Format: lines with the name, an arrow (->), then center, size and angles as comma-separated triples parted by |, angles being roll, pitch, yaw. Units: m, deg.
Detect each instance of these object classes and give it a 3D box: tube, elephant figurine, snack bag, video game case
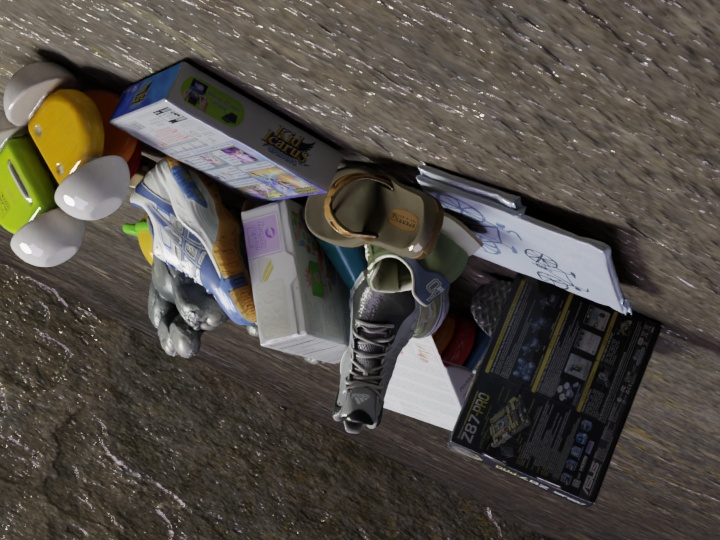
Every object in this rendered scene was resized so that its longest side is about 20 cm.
tube -> 0.000, 0.000, 1.638 | 0.050, 0.078, 0.201 | -17, 129, 15
elephant figurine -> -0.131, 0.022, 1.710 | 0.198, 0.156, 0.142 | -9, -141, -28
snack bag -> 0.157, -0.028, 1.421 | 0.199, 0.022, 0.189 | 23, 168, 23
video game case -> -0.135, -0.131, 1.495 | 0.180, 0.046, 0.200 | 29, 168, -21

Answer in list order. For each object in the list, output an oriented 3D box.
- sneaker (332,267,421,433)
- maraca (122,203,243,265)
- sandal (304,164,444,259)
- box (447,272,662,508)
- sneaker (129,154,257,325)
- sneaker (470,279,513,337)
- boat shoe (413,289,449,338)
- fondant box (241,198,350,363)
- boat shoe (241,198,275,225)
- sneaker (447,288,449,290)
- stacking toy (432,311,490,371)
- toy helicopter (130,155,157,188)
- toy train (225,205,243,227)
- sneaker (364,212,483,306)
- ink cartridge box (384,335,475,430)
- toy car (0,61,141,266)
sneaker -> 0.013, 0.096, 1.549 | 0.074, 0.116, 0.201 | 11, 138, 2
maraca -> -0.211, -0.038, 1.836 | 0.136, 0.108, 0.200 | 19, 172, -27
sandal -> 0.002, -0.057, 1.423 | 0.054, 0.081, 0.199 | 11, -176, -35
box -> 0.198, 0.119, 1.557 | 0.160, 0.201, 0.049 | 22, 167, 3
sneaker -> -0.170, -0.022, 1.609 | 0.201, 0.088, 0.075 | 62, -155, 11
sneaker -> 0.213, 0.076, 1.666 | 0.199, 0.070, 0.100 | 22, 171, 11
boat shoe -> 0.053, 0.019, 1.606 | 0.072, 0.062, 0.201 | 33, 151, 18
fondant box -> -0.053, 0.016, 1.640 | 0.058, 0.146, 0.200 | -14, 166, 18
boat shoe -> -0.092, -0.036, 1.793 | 0.073, 0.076, 0.200 | 26, 161, 18
sneaker -> 0.031, 0.020, 1.751 | 0.117, 0.074, 0.200 | 20, 172, -12
stacking toy -> 0.057, 0.064, 1.899 | 0.200, 0.110, 0.116 | 40, 166, -20
toy helicopter -> -0.239, -0.102, 1.740 | 0.131, 0.080, 0.199 | 4, -163, -43
toy train -> -0.103, -0.035, 1.905 | 0.199, 0.034, 0.046 | 24, 179, -3
sneaker -> 0.027, -0.024, 1.474 | 0.067, 0.090, 0.200 | 40, 170, -39
ink cartridge box -> 0.057, 0.103, 1.814 | 0.162, 0.057, 0.201 | 16, 140, 36
toy car -> -0.312, -0.116, 1.625 | 0.149, 0.200, 0.176 | -13, -113, -53
